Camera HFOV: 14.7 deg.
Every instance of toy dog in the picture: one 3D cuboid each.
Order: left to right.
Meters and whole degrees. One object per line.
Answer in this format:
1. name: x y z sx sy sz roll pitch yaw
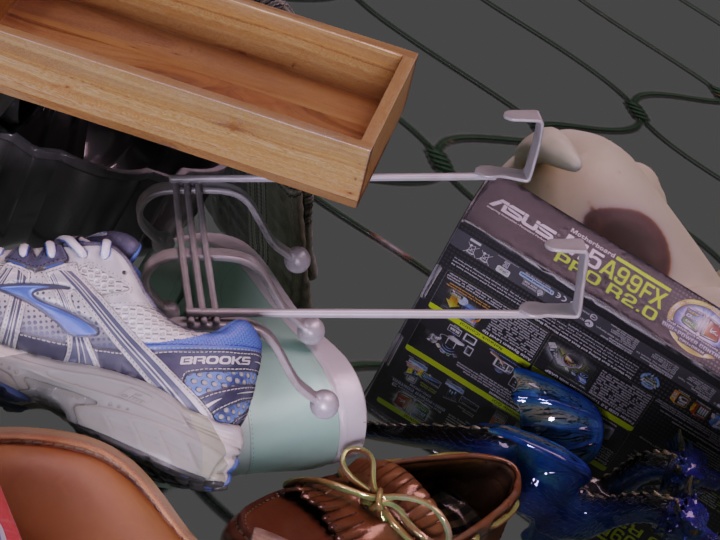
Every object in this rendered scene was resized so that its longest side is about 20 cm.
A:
1. toy dog: 0.163 0.020 1.536 0.139 0.194 0.200 -27 55 -21

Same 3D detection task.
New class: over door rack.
1. over door rack: 0.000 0.000 1.278 0.199 0.067 0.148 -10 30 -2

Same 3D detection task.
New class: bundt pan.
1. bundt pan: -0.167 -0.070 1.449 0.201 0.076 0.202 21 23 -9

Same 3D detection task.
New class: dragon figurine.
1. dragon figurine: 0.086 0.091 1.391 0.199 0.100 0.059 31 38 -4

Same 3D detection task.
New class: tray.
1. tray: -0.081 -0.095 1.299 0.199 0.037 0.099 17 34 5

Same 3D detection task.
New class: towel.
1. towel: -0.069 -0.100 1.521 0.034 0.201 0.193 -20 46 -22

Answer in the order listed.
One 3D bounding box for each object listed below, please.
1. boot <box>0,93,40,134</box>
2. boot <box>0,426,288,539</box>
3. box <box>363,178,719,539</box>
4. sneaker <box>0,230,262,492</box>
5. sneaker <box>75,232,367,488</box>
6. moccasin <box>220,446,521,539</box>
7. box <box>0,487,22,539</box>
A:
1. boot: -0.229 -0.089 1.291 0.138 0.078 0.200 29 39 9
2. boot: -0.108 0.150 1.099 0.199 0.077 0.156 25 34 -7
3. box: 0.116 0.060 1.430 0.199 0.161 0.044 31 48 4
4. sneaker: -0.132 0.019 1.180 0.199 0.086 0.077 25 -13 -1
5. sneaker: -0.093 0.039 1.334 0.118 0.074 0.200 -10 26 -27
6. moccasin: 0.009 0.117 1.282 0.201 0.078 0.074 1 43 -51
7. box: -0.183 0.123 1.010 0.102 0.095 0.200 16 26 -32
